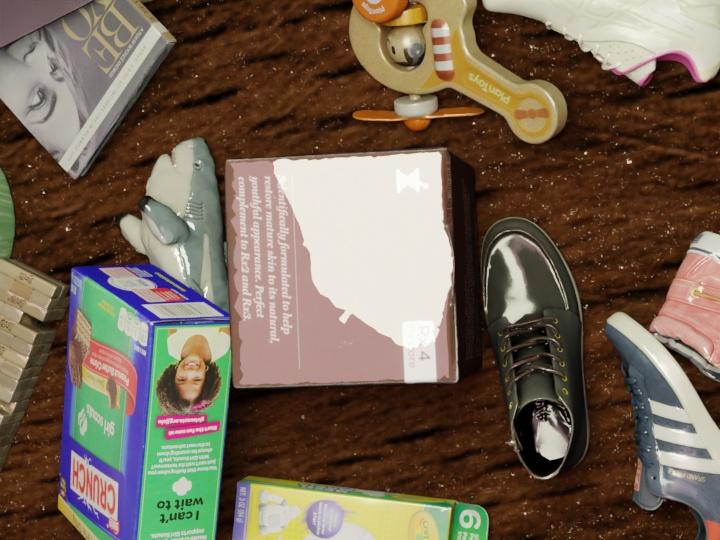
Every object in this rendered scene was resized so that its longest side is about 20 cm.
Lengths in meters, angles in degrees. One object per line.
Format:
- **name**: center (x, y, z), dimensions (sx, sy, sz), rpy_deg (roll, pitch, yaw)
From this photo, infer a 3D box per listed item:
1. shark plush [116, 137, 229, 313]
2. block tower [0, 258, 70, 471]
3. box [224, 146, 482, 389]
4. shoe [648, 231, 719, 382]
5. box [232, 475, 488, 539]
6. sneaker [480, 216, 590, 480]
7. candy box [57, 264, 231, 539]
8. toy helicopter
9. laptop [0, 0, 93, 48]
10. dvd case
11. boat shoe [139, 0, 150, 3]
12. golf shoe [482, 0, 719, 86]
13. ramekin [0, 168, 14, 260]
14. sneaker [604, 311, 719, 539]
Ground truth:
- **shark plush**: center (-0.112, -0.002, 1.532), dimensions (0.083, 0.091, 0.201), rpy_deg (-28, 80, -22)
- **block tower**: center (-0.296, 0.094, 1.565), dimensions (0.057, 0.054, 0.202), rpy_deg (25, 94, 9)
- **box**: center (0.000, 0.000, 1.444), dimensions (0.162, 0.200, 0.168), rpy_deg (-2, 89, 9)
- **shoe**: center (0.317, 0.058, 1.452), dimensions (0.199, 0.072, 0.091), rpy_deg (30, 82, 13)
- **box**: center (-0.002, 0.231, 1.522), dimensions (0.198, 0.048, 0.119), rpy_deg (5, 91, 7)
- **sneaker**: center (0.134, 0.057, 1.469), dimensions (0.074, 0.106, 0.202), rpy_deg (-14, 88, 9)
- **candy box**: center (-0.165, 0.112, 1.466), dimensions (0.076, 0.169, 0.202), rpy_deg (-2, 104, -28)
- **toy helicopter**: center (0.070, -0.149, 1.487), dimensions (0.199, 0.079, 0.133), rpy_deg (34, 122, 24)
- **laptop**: center (-0.308, -0.248, 1.546), dimensions (0.103, 0.200, 0.179), rpy_deg (-22, 85, -33)
- **dvd case**: center (-0.251, -0.194, 1.540), dimensions (0.200, 0.016, 0.149), rpy_deg (46, 118, 12)
- **boat shoe**: center (-0.186, -0.239, 1.543), dimensions (0.198, 0.064, 0.072), rpy_deg (-5, 99, 27)
- **golf shoe**: center (0.186, -0.188, 1.479), dimensions (0.198, 0.075, 0.093), rpy_deg (5, 96, 11)
- **ramekin**: center (-0.374, -0.038, 1.555), dimensions (0.198, 0.098, 0.202), rpy_deg (0, 90, 9)
- **sneaker**: center (0.228, 0.130, 1.470), dimensions (0.084, 0.075, 0.201), rpy_deg (-33, 85, 3)
